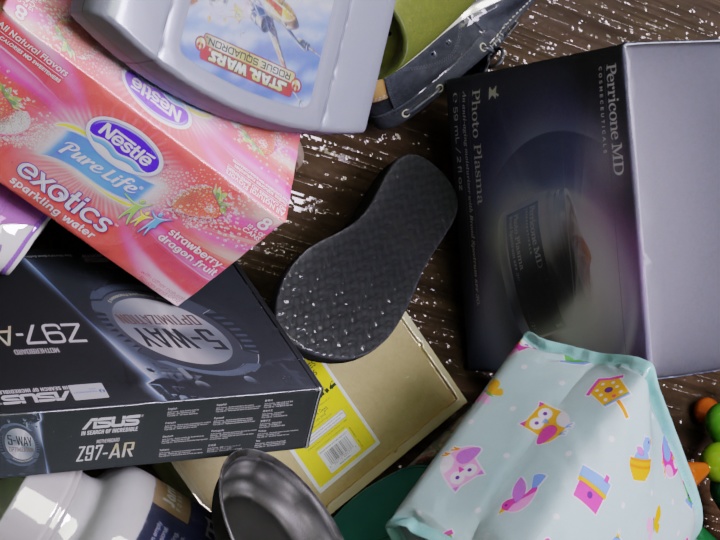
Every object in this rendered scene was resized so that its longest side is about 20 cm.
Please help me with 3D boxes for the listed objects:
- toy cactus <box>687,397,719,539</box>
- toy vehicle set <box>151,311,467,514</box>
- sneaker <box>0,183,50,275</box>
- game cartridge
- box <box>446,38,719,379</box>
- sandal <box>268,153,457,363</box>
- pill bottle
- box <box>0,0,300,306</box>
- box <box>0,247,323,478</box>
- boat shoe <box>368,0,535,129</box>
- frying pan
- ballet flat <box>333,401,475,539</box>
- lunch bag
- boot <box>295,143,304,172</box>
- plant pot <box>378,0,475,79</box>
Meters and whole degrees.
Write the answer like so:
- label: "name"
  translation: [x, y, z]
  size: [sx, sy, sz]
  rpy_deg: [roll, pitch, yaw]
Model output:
- label: "toy cactus"
  translation: [0.252, 0.170, 1.244]
  size: [0.199, 0.102, 0.167]
  rpy_deg: [-24, 104, -34]
- label: "toy vehicle set"
  translation: [-0.038, 0.088, 1.140]
  size: [0.199, 0.026, 0.125]
  rpy_deg: [-35, 91, -32]
- label: "sneaker"
  translation: [-0.218, -0.085, 1.069]
  size: [0.113, 0.073, 0.202]
  rpy_deg: [19, 57, -23]
- label: "game cartridge"
  translation: [-0.061, -0.151, 0.988]
  size: [0.199, 0.041, 0.135]
  rpy_deg: [19, 76, -41]
- label: "box"
  translation: [0.159, -0.038, 1.158]
  size: [0.122, 0.198, 0.202]
  rpy_deg: [-6, 91, -31]
- label: "sandal"
  translation: [0.001, 0.000, 1.152]
  size: [0.075, 0.048, 0.201]
  rpy_deg: [48, 44, -5]
- label: "pill bottle"
  translation: [-0.119, 0.180, 1.018]
  size: [0.199, 0.111, 0.112]
  rpy_deg: [34, 61, -14]
- label: "box"
  translation: [-0.139, -0.087, 1.015]
  size: [0.200, 0.102, 0.095]
  rpy_deg: [38, 36, -26]
- label: "box"
  translation: [-0.143, 0.047, 1.035]
  size: [0.198, 0.044, 0.160]
  rpy_deg: [-2, 33, -27]
- label: "boat shoe"
  translation: [0.067, -0.165, 1.252]
  size: [0.200, 0.074, 0.063]
  rpy_deg: [-38, 122, -26]
- label: "frying pan"
  translation: [-0.021, 0.162, 1.016]
  size: [0.190, 0.031, 0.116]
  rpy_deg: [28, 33, -51]
- label: "ballet flat"
  translation: [0.061, 0.143, 1.155]
  size: [0.199, 0.075, 0.064]
  rpy_deg: [-36, 125, -27]
- label: "lunch bag"
  translation: [0.119, 0.167, 1.084]
  size: [0.171, 0.121, 0.201]
  rpy_deg: [-51, 137, -30]
- label: "boot"
  translation: [-0.087, -0.173, 1.176]
  size: [0.200, 0.070, 0.147]
  rpy_deg: [40, 58, -12]
- label: "plant pot"
  translation: [0.019, -0.222, 1.164]
  size: [0.186, 0.187, 0.201]
  rpy_deg: [33, 54, -14]
